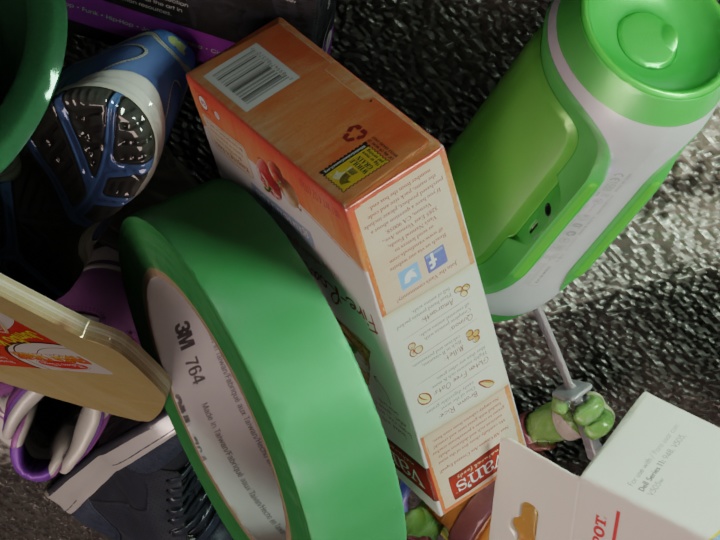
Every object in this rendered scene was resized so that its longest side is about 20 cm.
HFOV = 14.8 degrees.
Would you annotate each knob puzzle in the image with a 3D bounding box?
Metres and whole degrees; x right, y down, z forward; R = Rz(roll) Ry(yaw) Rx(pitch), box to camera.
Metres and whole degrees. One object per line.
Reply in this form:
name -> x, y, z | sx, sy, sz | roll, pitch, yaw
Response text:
knob puzzle -> -0.170, 0.021, 1.318 | 0.220, 0.030, 0.220 | 18, 164, 5

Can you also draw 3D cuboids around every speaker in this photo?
speaker -> 0.090, -0.054, 1.236 | 0.088, 0.088, 0.200 | 29, 144, -6

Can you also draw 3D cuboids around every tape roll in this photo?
tape roll -> -0.047, 0.057, 1.276 | 0.200, 0.048, 0.200 | 56, 162, 29

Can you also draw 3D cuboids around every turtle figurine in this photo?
turtle figurine -> 0.077, 0.130, 1.403 | 0.194, 0.144, 0.200 | 40, 151, 11

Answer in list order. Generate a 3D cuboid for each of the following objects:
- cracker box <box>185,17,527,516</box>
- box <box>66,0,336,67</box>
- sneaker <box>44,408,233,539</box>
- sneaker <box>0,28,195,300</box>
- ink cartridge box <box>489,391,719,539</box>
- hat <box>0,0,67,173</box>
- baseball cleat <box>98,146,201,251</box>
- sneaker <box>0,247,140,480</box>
cracker box -> 0.000, 0.000, 1.260 | 0.134, 0.058, 0.200 | 40, 157, 44
box -> -0.077, -0.166, 1.234 | 0.143, 0.036, 0.200 | 19, 145, 7
sneaker -> -0.084, 0.129, 1.561 | 0.146, 0.077, 0.202 | 42, 152, -4
sneaker -> -0.138, -0.046, 1.320 | 0.076, 0.077, 0.200 | 44, 139, -11
ink cartridge box -> 0.161, 0.135, 1.276 | 0.200, 0.067, 0.117 | 26, 140, 21
hat -> -0.194, -0.083, 1.340 | 0.200, 0.166, 0.176 | 11, 170, 24
baseball cleat -> -0.089, -0.003, 1.414 | 0.200, 0.070, 0.106 | 27, 140, -3
sneaker -> -0.176, 0.073, 1.514 | 0.073, 0.114, 0.200 | 28, 146, -8
